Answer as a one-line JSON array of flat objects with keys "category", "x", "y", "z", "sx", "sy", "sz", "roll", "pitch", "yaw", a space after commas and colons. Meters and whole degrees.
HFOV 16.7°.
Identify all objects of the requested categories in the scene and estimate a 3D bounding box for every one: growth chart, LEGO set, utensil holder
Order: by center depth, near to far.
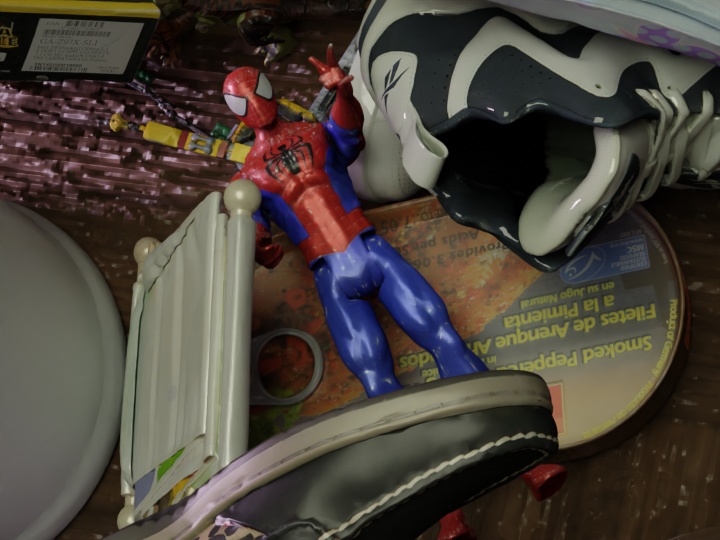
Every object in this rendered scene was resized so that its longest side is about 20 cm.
[{"category": "growth chart", "x": -0.068, "y": 0.044, "z": 0.924, "sx": 0.018, "sy": 0.200, "sz": 0.145, "roll": 6, "pitch": 80, "yaw": -16}, {"category": "utensil holder", "x": -0.206, "y": 0.026, "z": 0.952, "sx": 0.170, "sy": 0.200, "sz": 0.170, "roll": -5, "pitch": 73, "yaw": 17}, {"category": "LEGO set", "x": -0.067, "y": -0.124, "z": 0.993, "sx": 0.200, "sy": 0.116, "sz": 0.154, "roll": 41, "pitch": 90, "yaw": 24}]

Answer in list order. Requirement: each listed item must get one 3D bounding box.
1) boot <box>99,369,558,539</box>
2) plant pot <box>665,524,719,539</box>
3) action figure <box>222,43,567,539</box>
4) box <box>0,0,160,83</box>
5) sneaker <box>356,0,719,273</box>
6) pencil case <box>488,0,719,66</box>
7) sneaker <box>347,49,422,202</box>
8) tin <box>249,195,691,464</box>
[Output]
[{"category": "boot", "x": -0.010, "y": 0.130, "z": 0.710, "sx": 0.200, "sy": 0.073, "sz": 0.151, "roll": -28, "pitch": 69, "yaw": 13}, {"category": "plant pot", "x": 0.145, "y": 0.189, "z": 0.809, "sx": 0.187, "sy": 0.187, "sz": 0.200, "roll": -16, "pitch": 66, "yaw": 13}, {"category": "action figure", "x": 0.000, "y": 0.000, "z": 0.899, "sx": 0.065, "sy": 0.099, "sz": 0.200, "roll": -31, "pitch": 74, "yaw": -2}, {"category": "box", "x": -0.174, "y": -0.161, "z": 0.925, "sx": 0.159, "sy": 0.049, "sz": 0.200, "roll": -1, "pitch": 55, "yaw": -22}, {"category": "sneaker", "x": 0.098, "y": -0.042, "z": 0.884, "sx": 0.199, "sy": 0.080, "sz": 0.130, "roll": 17, "pitch": 36, "yaw": -16}, {"category": "pencil case", "x": 0.101, "y": -0.115, "z": 0.842, "sx": 0.200, "sy": 0.083, "sz": 0.091, "roll": 16, "pitch": 64, "yaw": -10}, {"category": "sneaker", "x": 0.080, "y": -0.098, "z": 0.964, "sx": 0.116, "sy": 0.074, "sz": 0.200, "roll": 29, "pitch": 84, "yaw": 26}, {"category": "tin", "x": 0.031, "y": 0.030, "z": 0.963, "sx": 0.200, "sy": 0.042, "sz": 0.112, "roll": -12, "pitch": 68, "yaw": 14}]
